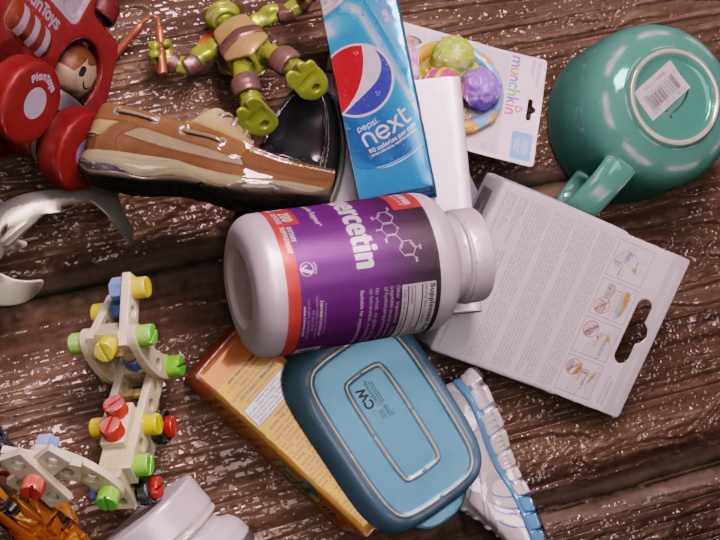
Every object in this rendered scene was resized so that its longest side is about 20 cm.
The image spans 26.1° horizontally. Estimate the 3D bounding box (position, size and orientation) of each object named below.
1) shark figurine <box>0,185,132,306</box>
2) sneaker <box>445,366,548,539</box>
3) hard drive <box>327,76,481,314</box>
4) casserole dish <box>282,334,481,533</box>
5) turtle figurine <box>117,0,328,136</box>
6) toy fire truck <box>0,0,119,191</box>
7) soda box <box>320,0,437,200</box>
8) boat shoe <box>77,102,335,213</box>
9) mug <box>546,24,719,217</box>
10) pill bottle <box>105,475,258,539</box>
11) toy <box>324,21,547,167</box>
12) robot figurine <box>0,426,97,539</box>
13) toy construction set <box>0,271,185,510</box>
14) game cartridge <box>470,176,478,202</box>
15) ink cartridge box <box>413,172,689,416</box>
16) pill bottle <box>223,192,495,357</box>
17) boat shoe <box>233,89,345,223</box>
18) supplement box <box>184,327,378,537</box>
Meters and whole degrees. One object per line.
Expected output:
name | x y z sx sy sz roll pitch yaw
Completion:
shark figurine | -0.294 -0.028 1.256 0.214 0.089 0.128 -43 129 -9
sneaker | 0.102 0.191 1.352 0.087 0.075 0.200 -23 89 -1
hard drive | 0.028 -0.059 1.319 0.132 0.025 0.200 -5 84 5
casserole dish | 0.022 0.123 1.272 0.121 0.039 0.200 -34 94 -12
turtle figurine | -0.104 -0.180 1.310 0.200 0.064 0.161 -25 49 -9
toy fire truck | -0.253 -0.169 1.229 0.112 0.200 0.168 21 77 27
soda box | 0.013 -0.155 1.282 0.064 0.068 0.200 -12 83 5
boat shoe | -0.118 -0.092 1.215 0.200 0.076 0.074 9 78 -6
mug | 0.258 -0.129 1.404 0.152 0.114 0.185 4 82 -16
pill bottle | -0.111 0.270 1.248 0.113 0.113 0.200 -40 94 -17
toy | 0.068 -0.172 1.369 0.200 0.047 0.115 13 65 -4
robot figurine | -0.298 0.195 1.202 0.145 0.058 0.200 -52 123 -16
toy construction set | -0.199 0.112 1.224 0.092 0.131 0.200 5 47 24
game cartridge | 0.007 -0.046 1.363 0.200 0.041 0.133 -25 94 -18
ink cartridge box | 0.169 0.024 1.374 0.200 0.057 0.163 20 98 -25
pill bottle | 0.000 0.000 1.218 0.200 0.112 0.113 -9 86 -20
boat shoe | -0.066 -0.065 1.283 0.074 0.066 0.200 19 86 15
supplement box | -0.052 0.135 1.307 0.200 0.067 0.069 42 74 -7
